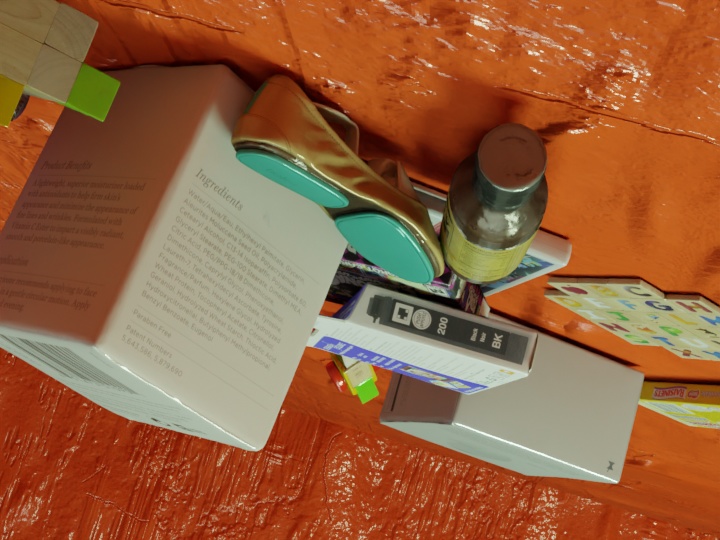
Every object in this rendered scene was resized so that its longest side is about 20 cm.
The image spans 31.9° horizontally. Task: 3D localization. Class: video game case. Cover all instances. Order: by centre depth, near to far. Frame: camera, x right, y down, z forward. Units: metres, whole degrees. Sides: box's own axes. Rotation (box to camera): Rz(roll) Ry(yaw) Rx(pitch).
[{"bbox_3d":[0.049,-0.027,1.004,0.180,0.023,0.200,20,167,-11],"label":"video game case"},{"bbox_3d":[0.000,0.000,1.048,0.197,0.036,0.181,13,168,16],"label":"video game case"}]

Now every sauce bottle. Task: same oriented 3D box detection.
[{"bbox_3d":[0.086,-0.042,0.795,0.064,0.066,0.200,16,166,3],"label":"sauce bottle"}]

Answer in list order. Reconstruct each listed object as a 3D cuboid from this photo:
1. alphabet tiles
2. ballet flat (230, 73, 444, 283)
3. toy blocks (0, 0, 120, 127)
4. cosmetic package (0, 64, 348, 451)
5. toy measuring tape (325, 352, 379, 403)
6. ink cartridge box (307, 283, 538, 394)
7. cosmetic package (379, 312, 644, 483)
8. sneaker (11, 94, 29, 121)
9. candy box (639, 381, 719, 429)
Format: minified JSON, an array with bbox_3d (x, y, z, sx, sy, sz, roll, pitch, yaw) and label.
[{"bbox_3d":[0.257,0.044,1.067,0.199,0.006,0.165,27,165,-36],"label":"alphabet tiles"},{"bbox_3d":[-0.001,-0.059,0.823,0.068,0.064,0.199,2,155,41],"label":"ballet flat"},{"bbox_3d":[-0.247,-0.155,0.721,0.198,0.101,0.136,25,177,-34],"label":"toy blocks"},{"bbox_3d":[-0.131,-0.011,0.858,0.163,0.202,0.165,7,156,43],"label":"cosmetic package"},{"bbox_3d":[-0.019,0.102,1.604,0.073,0.074,0.201,12,150,23],"label":"toy measuring tape"},{"bbox_3d":[0.028,0.054,1.058,0.197,0.044,0.198,15,169,-7],"label":"ink cartridge box"},{"bbox_3d":[0.155,0.135,1.329,0.197,0.125,0.200,21,169,-18],"label":"cosmetic package"},{"bbox_3d":[-0.316,-0.157,0.847,0.198,0.070,0.099,25,173,-14],"label":"sneaker"},{"bbox_3d":[0.375,0.141,1.285,0.101,0.027,0.199,21,168,-28],"label":"candy box"}]
